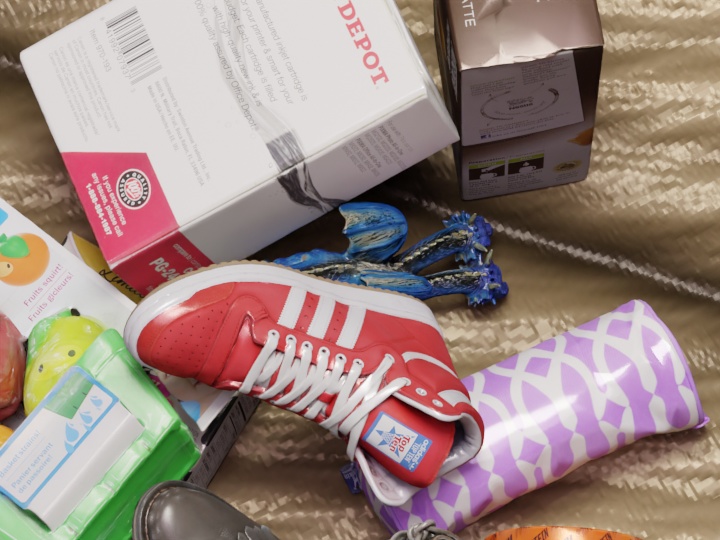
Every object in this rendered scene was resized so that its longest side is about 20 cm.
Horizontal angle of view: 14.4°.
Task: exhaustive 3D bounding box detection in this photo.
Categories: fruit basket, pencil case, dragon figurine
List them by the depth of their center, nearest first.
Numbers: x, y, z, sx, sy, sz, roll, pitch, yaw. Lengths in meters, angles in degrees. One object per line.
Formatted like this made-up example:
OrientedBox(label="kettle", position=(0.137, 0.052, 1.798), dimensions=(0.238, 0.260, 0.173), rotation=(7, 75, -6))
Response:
OrientedBox(label="fruit basket", position=(-0.194, 0.072, 1.518), dimensions=(0.200, 0.094, 0.185), rotation=(38, 78, 16))
OrientedBox(label="pencil case", position=(0.091, 0.092, 1.572), dimensions=(0.199, 0.084, 0.086), rotation=(-26, 112, -4))
OrientedBox(label="dragon figurine", position=(0.000, 0.000, 1.573), dimensions=(0.099, 0.199, 0.059), rotation=(-32, 67, 32))

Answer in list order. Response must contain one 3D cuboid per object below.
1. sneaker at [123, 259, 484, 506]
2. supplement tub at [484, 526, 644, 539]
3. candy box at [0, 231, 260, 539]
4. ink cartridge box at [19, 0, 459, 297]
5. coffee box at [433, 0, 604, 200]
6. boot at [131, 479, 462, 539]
OrientedBox(label="sneaker", position=(-0.021, 0.061, 1.474), dimensions=(0.199, 0.071, 0.113), rotation=(5, 40, -36))
OrientedBox(label="supplement tub", position=(0.106, 0.243, 1.500), dimensions=(0.121, 0.123, 0.202), rotation=(3, 72, 3))
OrientedBox(label="candy box", position=(-0.155, 0.099, 1.586), dimensions=(0.136, 0.061, 0.201), rotation=(28, 75, 11))
OrientedBox(label="ink cartridge box", position=(-0.064, -0.095, 1.556), dimensions=(0.199, 0.083, 0.146), rotation=(-28, 66, 7))
OrientedBox(label="coffee box", position=(0.084, -0.130, 1.577), dimensions=(0.079, 0.200, 0.115), rotation=(-9, 73, -1))
OrientedBox(label="boot", position=(-0.005, 0.156, 1.443), dimensions=(0.200, 0.174, 0.069), rotation=(39, 56, -12))
